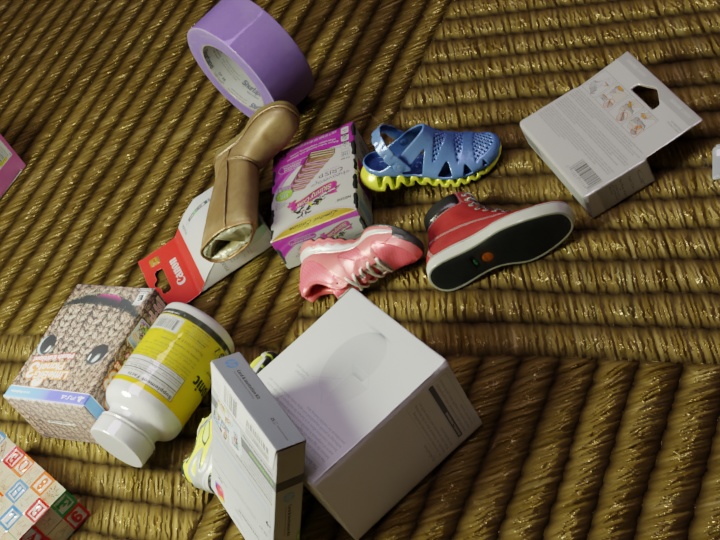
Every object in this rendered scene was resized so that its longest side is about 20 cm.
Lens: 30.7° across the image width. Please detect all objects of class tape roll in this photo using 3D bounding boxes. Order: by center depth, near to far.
[{"bbox_3d":[-0.172,-0.328,2.057,0.085,0.200,0.200,-45,41,-16],"label":"tape roll"}]

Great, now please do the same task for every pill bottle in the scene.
[{"bbox_3d":[-0.259,0.149,1.696,0.111,0.112,0.200,10,56,40],"label":"pill bottle"}]

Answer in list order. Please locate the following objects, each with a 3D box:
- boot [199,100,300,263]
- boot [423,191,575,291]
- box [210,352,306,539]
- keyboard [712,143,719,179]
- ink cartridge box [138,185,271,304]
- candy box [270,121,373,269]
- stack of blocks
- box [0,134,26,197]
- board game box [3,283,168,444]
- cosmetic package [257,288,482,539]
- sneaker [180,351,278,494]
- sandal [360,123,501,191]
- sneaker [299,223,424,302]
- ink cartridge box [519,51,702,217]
[{"bbox_3d":[-0.153,-0.125,1.860,0.175,0.066,0.201,-40,32,31],"label":"boot"},{"bbox_3d":[0.171,-0.069,1.667,0.199,0.073,0.145,-22,39,19],"label":"boot"},{"bbox_3d":[-0.117,0.216,1.452,0.041,0.201,0.156,-16,42,-27],"label":"box"},{"bbox_3d":[0.518,-0.147,1.561,0.199,0.011,0.057,-11,49,25],"label":"keyboard"},{"bbox_3d":[-0.236,-0.040,1.927,0.199,0.050,0.161,-32,39,-2],"label":"ink cartridge box"},{"bbox_3d":[-0.056,-0.109,1.864,0.136,0.061,0.201,-20,41,15],"label":"candy box"},{"bbox_3d":[-0.454,0.303,1.712,0.115,0.059,0.200,-47,41,-16],"label":"stack of blocks"},{"bbox_3d":[-0.733,-0.161,2.344,0.199,0.097,0.176,5,52,38],"label":"box"},{"bbox_3d":[-0.359,0.127,1.797,0.159,0.097,0.201,1,50,35],"label":"board game box"},{"bbox_3d":[-0.007,0.161,1.506,0.200,0.123,0.199,-40,40,-11],"label":"cosmetic package"},{"bbox_3d":[-0.159,0.181,1.627,0.076,0.076,0.201,5,51,36],"label":"sneaker"},{"bbox_3d":[0.092,-0.162,1.786,0.198,0.087,0.080,-8,41,6],"label":"sandal"},{"bbox_3d":[0.000,0.000,1.720,0.199,0.074,0.087,-11,55,38],"label":"sneaker"},{"bbox_3d":[0.323,-0.178,1.693,0.176,0.045,0.200,-32,40,2],"label":"ink cartridge box"}]
